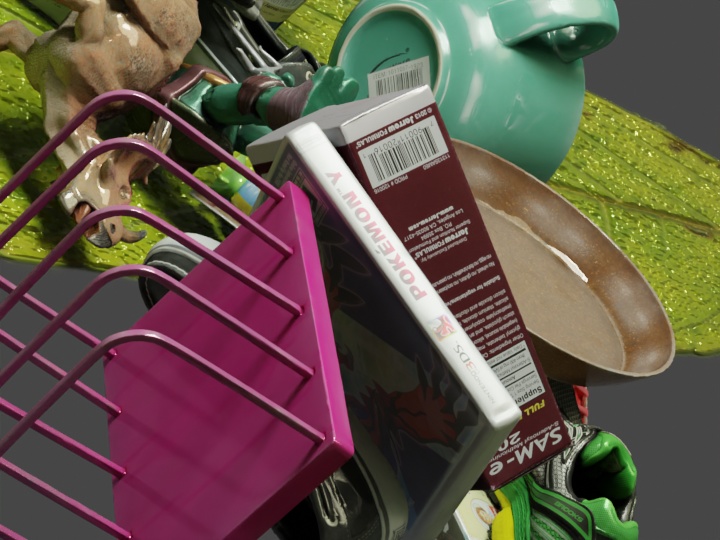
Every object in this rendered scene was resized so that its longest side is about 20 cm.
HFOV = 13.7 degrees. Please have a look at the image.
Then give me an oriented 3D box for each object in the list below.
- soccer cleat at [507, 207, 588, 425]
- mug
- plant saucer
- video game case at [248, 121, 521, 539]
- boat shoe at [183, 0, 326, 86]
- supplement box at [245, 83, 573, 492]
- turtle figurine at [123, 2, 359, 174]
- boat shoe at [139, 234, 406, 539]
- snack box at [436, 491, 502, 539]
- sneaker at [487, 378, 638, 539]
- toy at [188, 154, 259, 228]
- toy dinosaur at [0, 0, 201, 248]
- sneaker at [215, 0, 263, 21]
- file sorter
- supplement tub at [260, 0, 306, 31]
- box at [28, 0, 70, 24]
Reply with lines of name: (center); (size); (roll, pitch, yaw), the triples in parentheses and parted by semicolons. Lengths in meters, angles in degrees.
soccer cleat: (0.109, 0.058, 1.805); (0.068, 0.073, 0.201); (32, 39, -72)
mug: (0.059, -0.132, 1.930); (0.152, 0.185, 0.114); (40, 17, 36)
plant saucer: (0.092, 0.000, 1.722); (0.200, 0.035, 0.200); (30, 25, -16)
video game case: (-0.005, 0.046, 1.524); (0.023, 0.200, 0.182); (-27, 73, -27)
boat shoe: (-0.053, -0.117, 1.858); (0.200, 0.057, 0.069); (46, 20, -6)
supplement box: (0.024, 0.012, 1.534); (0.061, 0.109, 0.201); (-26, 100, -28)
turtle figurine: (-0.081, -0.102, 1.687); (0.200, 0.101, 0.150); (26, -4, 35)
boat shoe: (-0.054, 0.065, 1.510); (0.057, 0.069, 0.200); (-21, 65, -45)
snack box: (0.069, 0.146, 1.672); (0.116, 0.037, 0.200); (26, 31, -47)
sneaker: (0.118, 0.113, 1.653); (0.078, 0.085, 0.200); (38, 22, -25)
toy: (0.000, 0.000, 1.719); (0.200, 0.047, 0.115); (37, 12, 4)
toy dinosaur: (-0.126, -0.113, 1.590); (0.136, 0.200, 0.086); (45, -21, -18)
sneaker: (-0.068, -0.197, 1.736); (0.074, 0.087, 0.200); (32, -1, -10)
file sorter: (-0.105, 0.033, 1.378); (0.125, 0.139, 0.200); (35, 25, -29)
supplement tub: (-0.046, -0.259, 1.916); (0.144, 0.200, 0.145); (41, 22, -21)
box: (-0.205, -0.253, 1.763); (0.144, 0.036, 0.200); (36, 36, -32)
